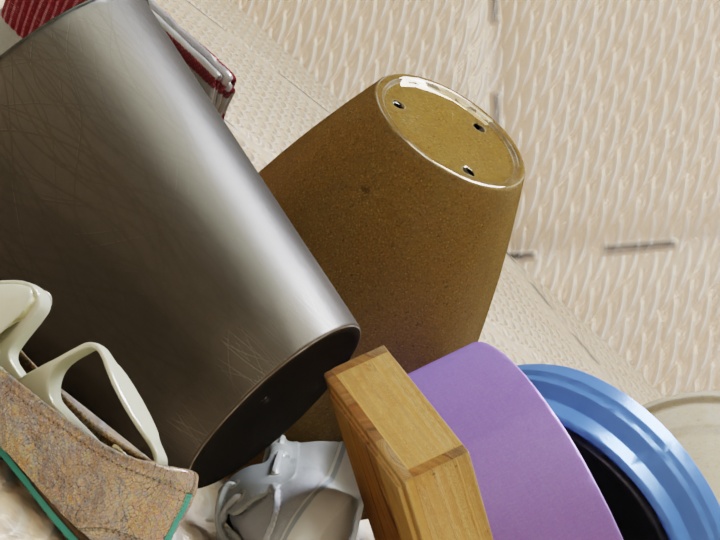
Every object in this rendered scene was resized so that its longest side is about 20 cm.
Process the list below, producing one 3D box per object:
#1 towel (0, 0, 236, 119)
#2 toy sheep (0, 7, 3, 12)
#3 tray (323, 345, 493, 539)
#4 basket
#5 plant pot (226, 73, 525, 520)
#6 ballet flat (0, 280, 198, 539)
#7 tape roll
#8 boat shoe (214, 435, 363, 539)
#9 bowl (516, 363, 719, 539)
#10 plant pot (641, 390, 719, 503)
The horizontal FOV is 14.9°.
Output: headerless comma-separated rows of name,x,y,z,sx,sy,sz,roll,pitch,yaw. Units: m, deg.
towel,-0.148,-0.072,1.452,0.144,0.200,0.023,43,40,17
toy sheep,-0.182,-0.113,1.733,0.200,0.138,0.138,28,-2,37
tray,0.038,0.143,1.298,0.099,0.037,0.200,50,-20,54
basket,-0.107,-0.004,1.321,0.200,0.180,0.136,47,-9,14
plant pot,0.000,0.000,1.482,0.186,0.200,0.187,27,29,-16
ballet flat,-0.145,0.047,1.194,0.200,0.067,0.068,42,7,15
tape roll,0.073,0.139,1.380,0.200,0.066,0.200,59,-13,23
boat shoe,-0.037,0.120,1.339,0.068,0.072,0.200,13,18,4
bowl,0.115,0.149,1.528,0.201,0.201,0.039,42,48,15
plant pot,0.217,0.201,1.747,0.200,0.201,0.184,40,19,-3
